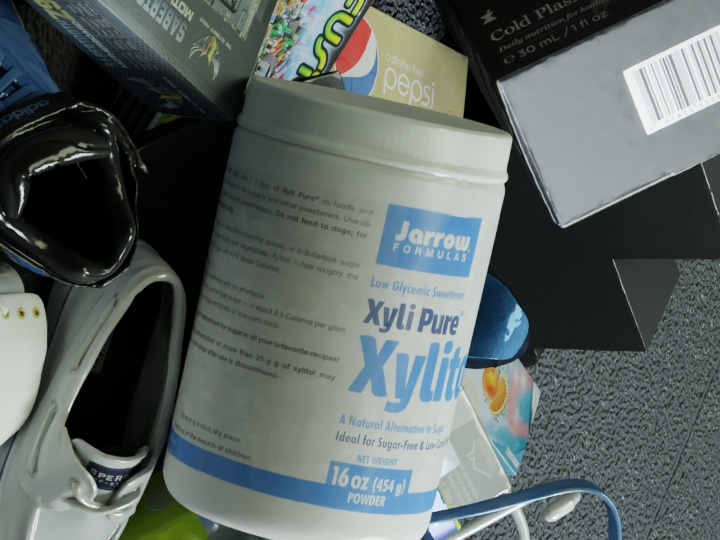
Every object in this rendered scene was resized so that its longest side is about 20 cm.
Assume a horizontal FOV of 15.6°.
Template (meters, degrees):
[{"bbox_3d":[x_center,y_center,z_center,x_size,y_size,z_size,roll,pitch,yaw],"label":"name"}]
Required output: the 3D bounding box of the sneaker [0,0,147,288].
[{"bbox_3d":[-0.160,-0.079,1.145,0.077,0.111,0.200,-33,113,-17],"label":"sneaker"}]

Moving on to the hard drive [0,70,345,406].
[{"bbox_3d":[-0.087,-0.009,1.289,0.200,0.042,0.135,-26,118,-19],"label":"hard drive"}]

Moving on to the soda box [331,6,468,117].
[{"bbox_3d":[-0.012,-0.111,1.487,0.200,0.064,0.068,19,74,-58],"label":"soda box"}]

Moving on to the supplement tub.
[{"bbox_3d":[-0.011,0.020,1.226,0.132,0.132,0.200,-1,105,-60],"label":"supplement tub"}]

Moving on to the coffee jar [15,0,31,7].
[{"bbox_3d":[-0.111,-0.211,1.289,0.200,0.085,0.104,-46,125,-50],"label":"coffee jar"}]

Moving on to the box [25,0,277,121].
[{"bbox_3d":[-0.098,-0.180,1.174,0.200,0.051,0.158,40,63,-51],"label":"box"}]

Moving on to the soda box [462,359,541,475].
[{"bbox_3d":[0.035,0.044,1.565,0.200,0.068,0.064,53,46,-45],"label":"soda box"}]

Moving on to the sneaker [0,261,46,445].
[{"bbox_3d":[-0.197,0.006,1.163,0.116,0.074,0.200,-46,139,-53],"label":"sneaker"}]

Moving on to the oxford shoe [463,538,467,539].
[{"bbox_3d":[0.026,0.143,1.534,0.071,0.073,0.200,-54,135,-45],"label":"oxford shoe"}]

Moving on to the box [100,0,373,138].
[{"bbox_3d":[-0.063,-0.108,1.334,0.200,0.035,0.110,-58,148,5],"label":"box"}]

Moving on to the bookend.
[{"bbox_3d":[0.176,-0.037,1.683,0.092,0.200,0.199,-61,139,-40],"label":"bookend"}]

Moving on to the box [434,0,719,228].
[{"bbox_3d":[0.159,-0.160,1.574,0.124,0.200,0.197,63,1,-37],"label":"box"}]

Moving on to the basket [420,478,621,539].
[{"bbox_3d":[0.037,0.202,1.296,0.139,0.200,0.177,-142,-137,-75],"label":"basket"}]

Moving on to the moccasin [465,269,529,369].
[{"bbox_3d":[0.000,0.000,1.406,0.081,0.200,0.068,-53,162,-2],"label":"moccasin"}]

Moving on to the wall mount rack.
[{"bbox_3d":[0.017,0.112,1.445,0.200,0.174,0.075,63,-8,-12],"label":"wall mount rack"}]

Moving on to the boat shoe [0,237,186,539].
[{"bbox_3d":[-0.129,0.084,1.232,0.073,0.065,0.200,4,105,-31],"label":"boat shoe"}]

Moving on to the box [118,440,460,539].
[{"bbox_3d":[-0.038,0.127,1.352,0.200,0.048,0.122,-34,129,-10],"label":"box"}]
